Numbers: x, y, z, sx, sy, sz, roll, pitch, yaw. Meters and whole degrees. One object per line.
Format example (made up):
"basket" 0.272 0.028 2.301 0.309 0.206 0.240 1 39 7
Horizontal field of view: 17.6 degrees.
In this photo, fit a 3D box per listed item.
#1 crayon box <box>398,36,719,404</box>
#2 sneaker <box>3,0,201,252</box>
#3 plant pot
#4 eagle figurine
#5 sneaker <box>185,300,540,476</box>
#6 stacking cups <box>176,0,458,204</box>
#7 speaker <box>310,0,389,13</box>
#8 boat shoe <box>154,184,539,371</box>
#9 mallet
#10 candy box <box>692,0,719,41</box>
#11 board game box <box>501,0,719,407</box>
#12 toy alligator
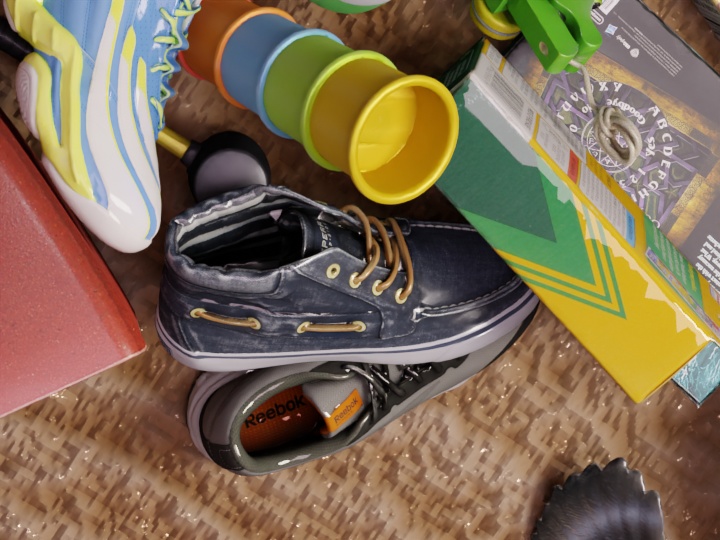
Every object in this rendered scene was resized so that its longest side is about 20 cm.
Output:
"crayon box" 0.106 -0.016 1.126 0.052 0.126 0.200 -42 95 13
"sneaker" -0.107 -0.114 1.077 0.105 0.076 0.201 -22 78 15
"plant pot" -0.228 -0.011 1.081 0.199 0.200 0.177 -24 96 -5
"eagle figurine" 0.171 0.217 1.268 0.152 0.150 0.201 32 60 -56
"sneaker" 0.008 0.052 1.198 0.200 0.079 0.074 -29 107 -5
"stacking cups" -0.034 -0.097 1.086 0.060 0.200 0.061 -18 124 -28
"speaker" 0.032 -0.201 1.076 0.088 0.200 0.089 15 56 -24
"boat shoe" 0.000 0.000 1.133 0.199 0.091 0.071 -9 61 -11
"mallet" -0.128 -0.085 1.138 0.200 0.066 0.041 31 98 -17
"candy box" 0.272 -0.109 1.223 0.117 0.056 0.200 -38 111 0
"board game box" 0.147 -0.045 1.201 0.200 0.028 0.135 42 98 -5
"toy alligator" 0.091 -0.140 1.153 0.054 0.059 0.200 -27 75 -36
